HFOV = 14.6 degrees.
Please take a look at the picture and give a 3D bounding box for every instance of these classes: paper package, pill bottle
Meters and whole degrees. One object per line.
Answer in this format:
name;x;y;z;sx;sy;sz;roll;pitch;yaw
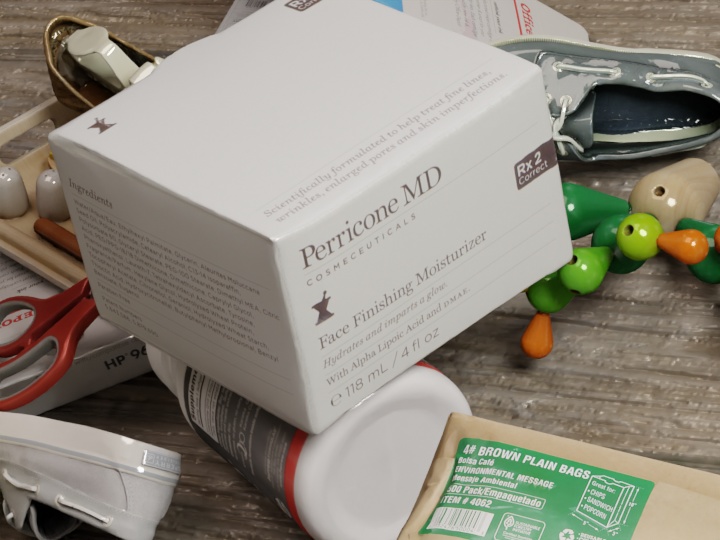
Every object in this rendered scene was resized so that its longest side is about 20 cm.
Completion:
paper package;0.122;0.177;1.291;0.200;0.191;0.103;13;48;18
pill bottle;-0.034;0.070;1.598;0.116;0.116;0.200;-37;39;-14

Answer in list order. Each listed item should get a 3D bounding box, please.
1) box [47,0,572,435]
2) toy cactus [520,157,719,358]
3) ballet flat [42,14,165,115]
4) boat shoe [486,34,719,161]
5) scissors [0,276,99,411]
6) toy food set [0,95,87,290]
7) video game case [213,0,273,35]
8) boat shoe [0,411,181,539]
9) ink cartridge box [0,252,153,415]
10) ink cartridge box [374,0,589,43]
box;-0.026;-0.041;1.535;0.199;0.131;0.200;-34;39;-28
toy cactus;0.164;-0.014;1.617;0.200;0.102;0.165;7;26;30
ballet flat;-0.133;-0.109;1.717;0.068;0.072;0.200;-44;46;-12
boat shoe;0.132;-0.101;1.703;0.200;0.073;0.062;-1;22;2
scissors;-0.149;0.015;1.647;0.200;0.014;0.073;-30;53;21
toy food set;-0.150;-0.054;1.745;0.143;0.060;0.200;-34;46;-32
video game case;-0.033;-0.132;1.832;0.143;0.018;0.200;6;28;9
boat shoe;-0.180;0.126;1.657;0.200;0.072;0.069;6;77;42
ink cartridge box;-0.189;0.021;1.776;0.116;0.068;0.200;-21;37;4
ink cartridge box;0.054;-0.146;1.785;0.068;0.200;0.115;-49;28;30
